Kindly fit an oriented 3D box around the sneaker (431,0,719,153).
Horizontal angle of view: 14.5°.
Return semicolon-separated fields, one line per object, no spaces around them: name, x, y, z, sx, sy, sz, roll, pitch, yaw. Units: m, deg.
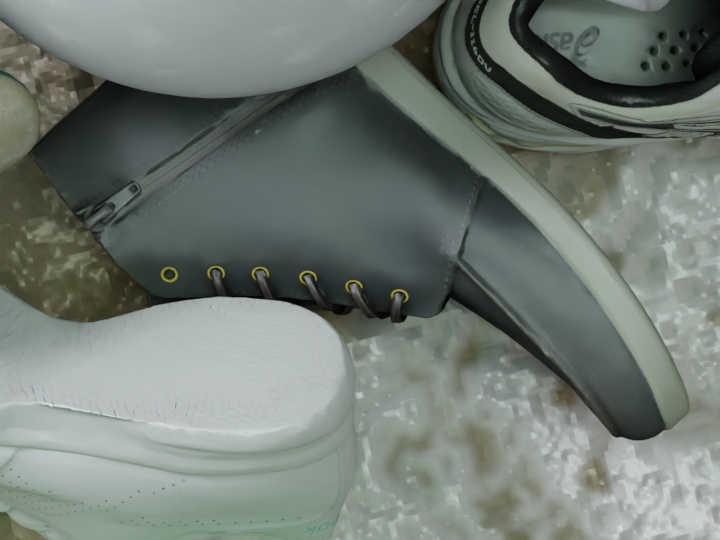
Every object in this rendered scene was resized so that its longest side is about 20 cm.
sneaker;0.125;-0.070;0.862;0.199;0.088;0.076;-8;86;-10

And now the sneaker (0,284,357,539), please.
sneaker;-0.100;0.049;0.834;0.199;0.089;0.075;9;48;10

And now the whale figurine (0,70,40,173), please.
whale figurine;-0.184;-0.070;0.747;0.200;0.104;0.159;32;97;-28

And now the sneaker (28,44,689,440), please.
sneaker;0.000;0.000;0.853;0.200;0.075;0.106;44;86;6

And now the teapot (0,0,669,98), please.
teapot;-0.037;-0.135;0.748;0.199;0.146;0.198;-18;94;-1
